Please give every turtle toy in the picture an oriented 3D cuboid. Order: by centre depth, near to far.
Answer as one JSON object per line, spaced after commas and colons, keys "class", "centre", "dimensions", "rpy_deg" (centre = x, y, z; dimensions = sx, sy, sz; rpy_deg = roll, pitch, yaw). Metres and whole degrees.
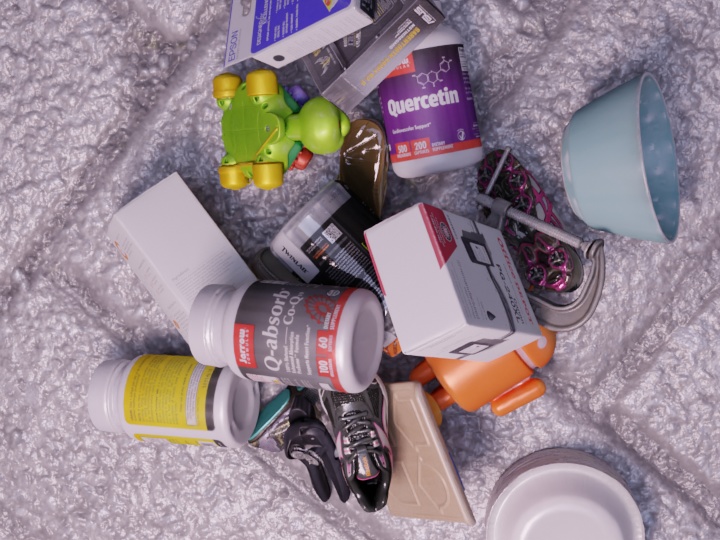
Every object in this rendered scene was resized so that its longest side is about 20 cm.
{"class": "turtle toy", "centre": [-0.099, -0.173, 1.283], "dimensions": [0.200, 0.101, 0.146], "rpy_deg": [6, 102, 49]}

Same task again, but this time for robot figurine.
{"class": "robot figurine", "centre": [0.156, 0.096, 1.303], "dimensions": [0.200, 0.117, 0.144], "rpy_deg": [-35, 48, 10]}

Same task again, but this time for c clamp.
{"class": "c clamp", "centre": [0.206, -0.029, 1.231], "dimensions": [0.200, 0.027, 0.171], "rpy_deg": [34, 101, 28]}

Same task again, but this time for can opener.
{"class": "can opener", "centre": [-0.047, 0.241, 1.335], "dimensions": [0.063, 0.079, 0.200], "rpy_deg": [2, 138, 22]}

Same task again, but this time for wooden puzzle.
{"class": "wooden puzzle", "centre": [0.064, 0.222, 1.313], "dimensions": [0.046, 0.200, 0.185], "rpy_deg": [-24, 96, -29]}

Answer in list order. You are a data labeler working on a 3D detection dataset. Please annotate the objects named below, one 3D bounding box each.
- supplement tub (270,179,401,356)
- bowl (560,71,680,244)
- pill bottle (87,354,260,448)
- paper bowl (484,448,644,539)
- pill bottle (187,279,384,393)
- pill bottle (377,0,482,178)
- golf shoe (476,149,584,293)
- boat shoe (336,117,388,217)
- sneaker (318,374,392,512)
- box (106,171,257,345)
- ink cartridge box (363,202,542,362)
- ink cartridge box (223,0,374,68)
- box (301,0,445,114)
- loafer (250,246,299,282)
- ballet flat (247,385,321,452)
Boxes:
{"class": "supplement tub", "centre": [0.000, 0.000, 1.246], "dimensions": [0.200, 0.123, 0.123], "rpy_deg": [45, 101, 0]}
{"class": "bowl", "centre": [0.302, -0.125, 1.231], "dimensions": [0.105, 0.201, 0.201], "rpy_deg": [-6, 98, 27]}
{"class": "pill bottle", "centre": [-0.241, 0.166, 1.353], "dimensions": [0.200, 0.114, 0.114], "rpy_deg": [1, 98, 17]}
{"class": "paper bowl", "centre": [0.259, 0.336, 1.332], "dimensions": [0.200, 0.104, 0.201], "rpy_deg": [1, 98, 5]}
{"class": "pill bottle", "centre": [-0.084, 0.070, 1.175], "dimensions": [0.200, 0.116, 0.116], "rpy_deg": [4, 99, 22]}
{"class": "pill bottle", "centre": [0.077, -0.217, 1.269], "dimensions": [0.112, 0.112, 0.200], "rpy_deg": [-11, 96, 8]}
{"class": "golf shoe", "centre": [0.210, -0.058, 1.299], "dimensions": [0.073, 0.092, 0.200], "rpy_deg": [-33, 72, 25]}
{"class": "boat shoe", "centre": [0.001, -0.095, 1.318], "dimensions": [0.074, 0.066, 0.200], "rpy_deg": [18, 111, 10]}
{"class": "sneaker", "centre": [0.006, 0.202, 1.243], "dimensions": [0.080, 0.086, 0.200], "rpy_deg": [-17, 120, 4]}
{"class": "box", "centre": [-0.217, -0.005, 1.315], "dimensions": [0.097, 0.124, 0.200], "rpy_deg": [-38, 93, -20]}
{"class": "ink cartridge box", "centre": [0.106, 0.018, 1.162], "dimensions": [0.083, 0.200, 0.145], "rpy_deg": [-29, 69, 27]}
{"class": "ink cartridge box", "centre": [-0.069, -0.341, 1.239], "dimensions": [0.200, 0.043, 0.198], "rpy_deg": [-15, 58, 33]}
{"class": "box", "centre": [-0.005, -0.300, 1.227], "dimensions": [0.158, 0.200, 0.048], "rpy_deg": [-43, 134, 17]}
{"class": "loafer", "centre": [-0.044, 0.024, 1.333], "dimensions": [0.200, 0.070, 0.070], "rpy_deg": [28, 143, -3]}
{"class": "ballet flat", "centre": [-0.068, 0.163, 1.364], "dimensions": [0.072, 0.072, 0.200], "rpy_deg": [40, 108, 0]}
